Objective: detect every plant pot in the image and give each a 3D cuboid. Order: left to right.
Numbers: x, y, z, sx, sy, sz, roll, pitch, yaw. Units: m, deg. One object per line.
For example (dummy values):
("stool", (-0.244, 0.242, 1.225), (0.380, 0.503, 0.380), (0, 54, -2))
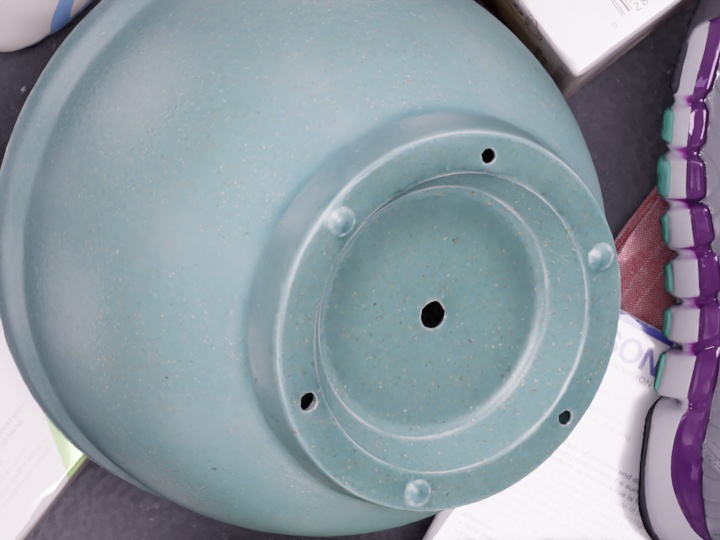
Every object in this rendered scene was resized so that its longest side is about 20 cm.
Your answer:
("plant pot", (0.000, 0.000, 0.854), (0.200, 0.134, 0.201), (-8, 108, -26))

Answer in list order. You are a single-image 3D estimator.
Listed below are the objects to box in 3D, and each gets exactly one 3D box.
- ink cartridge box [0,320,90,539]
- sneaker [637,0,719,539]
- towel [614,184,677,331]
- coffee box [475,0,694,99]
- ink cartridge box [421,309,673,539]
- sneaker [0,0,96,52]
("ink cartridge box", (-0.174, 0.007, 0.933), (0.200, 0.067, 0.117), (39, 86, -1))
("sneaker", (0.145, 0.001, 0.877), (0.087, 0.074, 0.201), (9, 107, 26))
("towel", (0.192, 0.021, 0.969), (0.200, 0.023, 0.144), (38, 85, -2))
("coffee box", (0.040, -0.163, 0.925), (0.080, 0.113, 0.200), (-37, 88, 0))
("ink cartridge box", (0.110, 0.136, 0.948), (0.196, 0.043, 0.200), (28, 87, 2))
("sneaker", (-0.100, -0.149, 0.898), (0.072, 0.200, 0.072), (-21, 65, -45))
